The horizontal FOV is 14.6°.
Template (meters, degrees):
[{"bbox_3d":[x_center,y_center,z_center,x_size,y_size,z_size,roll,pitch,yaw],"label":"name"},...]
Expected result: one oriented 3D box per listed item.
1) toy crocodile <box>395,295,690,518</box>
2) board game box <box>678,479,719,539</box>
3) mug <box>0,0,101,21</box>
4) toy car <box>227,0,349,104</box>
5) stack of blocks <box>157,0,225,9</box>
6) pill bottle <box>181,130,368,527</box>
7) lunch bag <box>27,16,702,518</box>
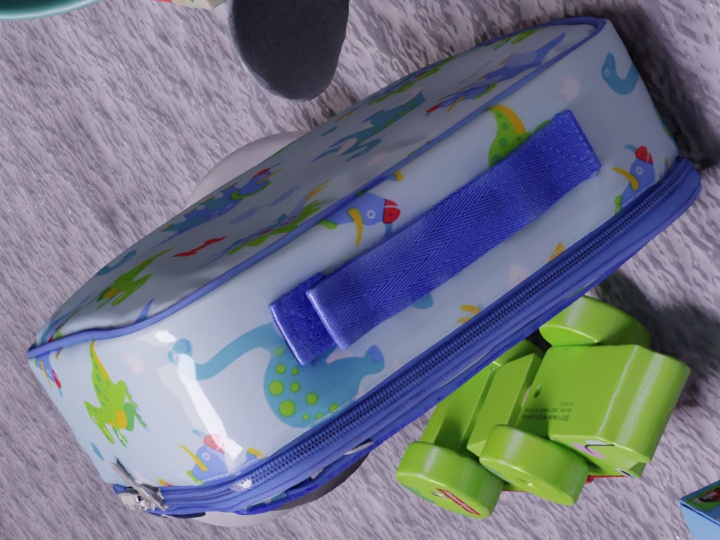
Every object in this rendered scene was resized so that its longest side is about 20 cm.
[{"bbox_3d":[0.067,0.055,1.014,0.062,0.068,0.200,28,164,-16],"label":"toy crocodile"},{"bbox_3d":[0.175,0.151,0.888,0.151,0.037,0.200,68,170,-12],"label":"board game box"},{"bbox_3d":[-0.093,-0.172,0.889,0.114,0.185,0.152,-85,-19,-65],"label":"mug"},{"bbox_3d":[0.012,-0.134,0.647,0.158,0.200,0.164,-11,116,42],"label":"toy car"},{"bbox_3d":[-0.098,-0.198,1.010,0.115,0.059,0.200,18,137,57],"label":"stack of blocks"},{"bbox_3d":[-0.035,0.032,1.128,0.114,0.114,0.200,53,158,9],"label":"pill bottle"},{"bbox_3d":[0.000,0.000,0.894,0.083,0.200,0.161,58,157,-8],"label":"lunch bag"}]
